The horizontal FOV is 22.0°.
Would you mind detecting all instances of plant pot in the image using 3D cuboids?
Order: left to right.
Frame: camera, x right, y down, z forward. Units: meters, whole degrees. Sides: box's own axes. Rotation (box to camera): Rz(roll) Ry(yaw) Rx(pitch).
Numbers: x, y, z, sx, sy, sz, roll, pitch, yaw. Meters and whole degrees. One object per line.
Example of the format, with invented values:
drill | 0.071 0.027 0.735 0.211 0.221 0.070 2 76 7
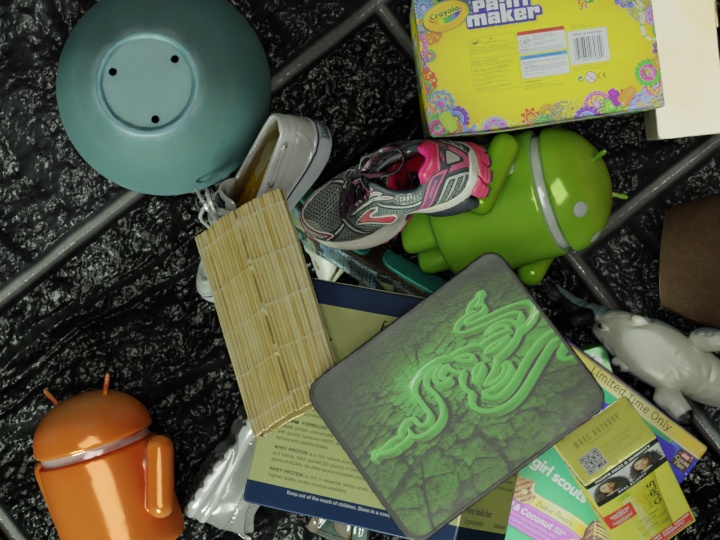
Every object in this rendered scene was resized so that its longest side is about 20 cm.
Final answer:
plant pot | -0.184 -0.166 1.668 0.200 0.135 0.200 0 94 1
plant pot | 0.374 -0.006 1.667 0.200 0.187 0.187 3 94 16

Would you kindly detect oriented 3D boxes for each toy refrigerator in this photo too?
toy refrigerator | 0.290 -0.222 1.690 0.070 0.076 0.200 -6 93 1

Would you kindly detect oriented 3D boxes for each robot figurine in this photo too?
robot figurine | -0.230 0.196 1.700 0.117 0.144 0.200 -18 93 -15
robot figurine | 0.135 -0.061 1.667 0.200 0.175 0.116 -15 58 17

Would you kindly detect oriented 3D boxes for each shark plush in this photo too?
shark plush | 0.257 0.078 1.705 0.200 0.083 0.091 18 92 18

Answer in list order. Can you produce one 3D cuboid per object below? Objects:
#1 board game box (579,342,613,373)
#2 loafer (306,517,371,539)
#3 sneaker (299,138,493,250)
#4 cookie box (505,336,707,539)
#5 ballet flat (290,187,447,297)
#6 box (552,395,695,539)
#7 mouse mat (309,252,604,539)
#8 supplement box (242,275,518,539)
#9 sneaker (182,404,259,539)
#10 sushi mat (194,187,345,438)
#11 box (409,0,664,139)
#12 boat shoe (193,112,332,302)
board game box | 0.191 0.181 1.739 0.135 0.029 0.200 -15 93 0
loafer | -0.010 0.157 1.721 0.063 0.072 0.200 8 96 6
sneaker | 0.018 -0.075 1.606 0.200 0.075 0.081 -21 67 41
cookie box | 0.186 0.185 1.687 0.171 0.075 0.200 37 92 -3
ballet flat | 0.000 0.000 1.714 0.200 0.074 0.074 36 93 2
box | 0.224 0.179 1.558 0.075 0.200 0.050 -34 58 -1
mouse mat | 0.076 0.102 1.504 0.200 0.008 0.161 -37 77 2
supplement box | 0.032 0.125 1.598 0.200 0.134 0.200 9 83 23
sneaker | -0.081 0.161 1.728 0.082 0.075 0.200 33 102 -14
sushi mat | -0.079 0.034 1.583 0.096 0.012 0.200 -29 65 24
box | 0.149 -0.186 1.635 0.200 0.193 0.122 -8 92 0
boat shoe | -0.111 -0.059 1.672 0.086 0.075 0.202 16 121 -39
